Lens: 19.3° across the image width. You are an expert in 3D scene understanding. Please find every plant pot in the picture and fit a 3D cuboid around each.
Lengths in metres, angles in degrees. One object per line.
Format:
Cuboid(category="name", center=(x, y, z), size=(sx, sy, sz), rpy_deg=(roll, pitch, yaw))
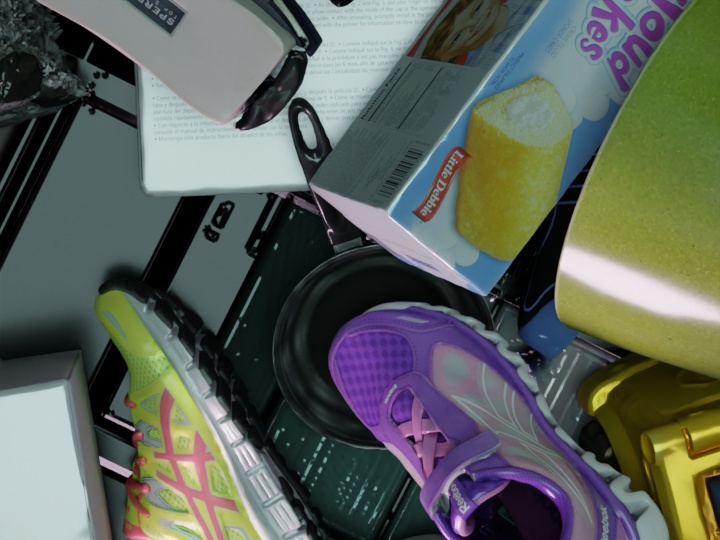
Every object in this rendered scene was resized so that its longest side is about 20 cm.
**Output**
Cuboid(category="plant pot", center=(0.221, -0.011, 0.963), size=(0.200, 0.187, 0.187), rpy_deg=(29, 94, 20))

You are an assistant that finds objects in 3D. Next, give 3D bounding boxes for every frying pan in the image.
Cuboid(category="frying pan", center=(-0.012, 0.012, 1.078), size=(0.115, 0.031, 0.190), rpy_deg=(-39, 108, 10))

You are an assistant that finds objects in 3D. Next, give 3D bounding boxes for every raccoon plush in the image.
Cuboid(category="raccoon plush", center=(-0.224, -0.129, 1.034), size=(0.200, 0.097, 0.134), rpy_deg=(-16, 90, -3))

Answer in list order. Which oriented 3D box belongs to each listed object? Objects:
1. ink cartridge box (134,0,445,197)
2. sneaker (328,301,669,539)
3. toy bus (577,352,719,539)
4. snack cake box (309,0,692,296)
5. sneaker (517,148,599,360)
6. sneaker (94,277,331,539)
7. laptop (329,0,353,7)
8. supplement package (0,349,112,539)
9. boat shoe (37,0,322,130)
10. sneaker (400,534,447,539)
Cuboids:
Cuboid(category="ink cartridge box", center=(-0.015, -0.129, 1.070), size=(0.200, 0.045, 0.176), rpy_deg=(-2, 97, -5))
Cuboid(category="sneaker", center=(0.054, 0.090, 1.015), size=(0.200, 0.088, 0.081), rpy_deg=(43, 116, 22))
Cuboid(category="toy bus", center=(0.204, 0.140, 1.048), size=(0.136, 0.192, 0.200), rpy_deg=(-17, 99, -4))
Cuboid(category="snack cake box", center=(0.074, -0.093, 1.000), size=(0.067, 0.115, 0.200), rpy_deg=(38, 86, -20))
Cuboid(category="sneaker", center=(0.119, -0.055, 1.084), size=(0.078, 0.070, 0.200), rpy_deg=(29, 90, 1))
Cuboid(category="sneaker", center=(-0.091, 0.098, 1.076), size=(0.090, 0.078, 0.200), rpy_deg=(-28, 96, 6))
Cuboid(category="laptop", center=(-0.001, -0.260, 1.002), size=(0.177, 0.103, 0.200), rpy_deg=(-35, 70, -16))
Cuboid(category="supplement package", center=(-0.228, 0.118, 1.043), size=(0.200, 0.120, 0.121), rpy_deg=(-8, 96, -4))
Cuboid(category="boat shoe", center=(-0.104, -0.144, 0.999), size=(0.200, 0.093, 0.075), rpy_deg=(44, 105, 1))
Cuboid(category="sneaker", center=(-0.007, 0.234, 1.109), size=(0.200, 0.073, 0.112), rpy_deg=(-37, 112, -4))
